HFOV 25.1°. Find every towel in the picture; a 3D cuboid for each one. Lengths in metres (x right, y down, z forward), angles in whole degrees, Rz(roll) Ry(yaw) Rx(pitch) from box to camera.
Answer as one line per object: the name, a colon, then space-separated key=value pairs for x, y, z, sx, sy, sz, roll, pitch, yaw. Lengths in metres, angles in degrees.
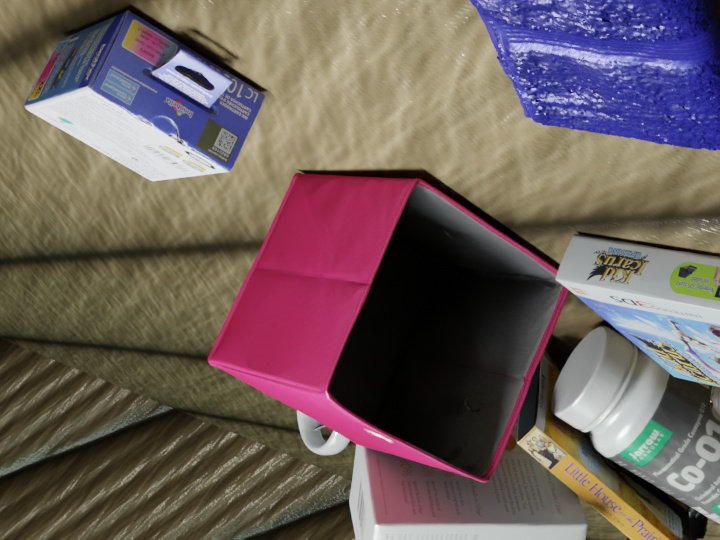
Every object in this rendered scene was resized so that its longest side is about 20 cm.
towel: x=0.125 y=-0.125 z=0.865 sx=0.147 sy=0.050 sz=0.200 roll=18 pitch=166 yaw=30

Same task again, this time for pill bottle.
pill bottle: x=0.283 y=0.141 z=1.495 sx=0.199 sy=0.114 sz=0.113 roll=30 pitch=167 yaw=-9

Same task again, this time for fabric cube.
fabric cube: x=0.023 y=0.046 z=1.409 sx=0.196 sy=0.201 sz=0.199 roll=31 pitch=167 yaw=-32

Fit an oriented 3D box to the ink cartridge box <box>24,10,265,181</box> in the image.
ink cartridge box: x=-0.171 y=-0.138 z=1.308 sx=0.136 sy=0.077 sz=0.200 roll=30 pitch=168 yaw=-25

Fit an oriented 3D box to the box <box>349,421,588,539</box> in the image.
box: x=0.098 y=0.229 z=1.531 sx=0.199 sy=0.107 sz=0.153 roll=2 pitch=-147 yaw=-7

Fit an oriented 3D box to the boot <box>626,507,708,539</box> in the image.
boot: x=0.355 y=0.256 z=1.738 sx=0.079 sy=0.159 sz=0.211 roll=24 pitch=167 yaw=-2

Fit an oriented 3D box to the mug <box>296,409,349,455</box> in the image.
mug: x=-0.029 y=0.095 z=1.715 sx=0.147 sy=0.201 sz=0.175 roll=9 pitch=175 yaw=-27

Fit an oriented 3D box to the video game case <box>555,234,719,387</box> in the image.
video game case: x=0.280 y=0.044 z=1.278 sx=0.181 sy=0.046 sz=0.200 roll=13 pitch=163 yaw=47

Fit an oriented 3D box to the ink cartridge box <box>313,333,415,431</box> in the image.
ink cartridge box: x=0.038 y=0.095 z=1.587 sx=0.037 sy=0.200 sz=0.095 roll=48 pitch=168 yaw=1

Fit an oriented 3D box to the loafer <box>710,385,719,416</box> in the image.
loafer: x=0.387 y=0.147 z=1.448 sx=0.199 sy=0.072 sz=0.063 roll=27 pitch=173 yaw=-19

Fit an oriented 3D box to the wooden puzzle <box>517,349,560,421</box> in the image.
wooden puzzle: x=0.141 y=0.138 z=1.700 sx=0.200 sy=0.037 sz=0.185 roll=-15 pitch=113 yaw=52

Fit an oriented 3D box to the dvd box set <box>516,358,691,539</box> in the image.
dvd box set: x=0.234 y=0.183 z=1.543 sx=0.200 sy=0.029 sz=0.146 roll=41 pitch=-158 yaw=-8
